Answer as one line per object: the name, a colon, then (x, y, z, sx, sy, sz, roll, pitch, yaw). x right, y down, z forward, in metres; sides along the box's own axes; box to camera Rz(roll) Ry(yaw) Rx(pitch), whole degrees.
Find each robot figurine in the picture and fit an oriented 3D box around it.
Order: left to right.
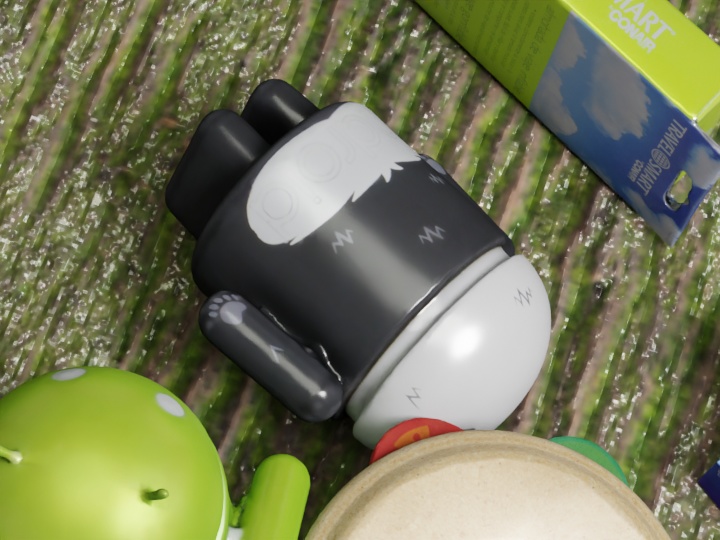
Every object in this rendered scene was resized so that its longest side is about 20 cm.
robot figurine: (-0.115, 0.111, 0.940, 0.175, 0.200, 0.116, 12, 71, 3)
robot figurine: (-0.001, 0.002, 1.031, 0.200, 0.125, 0.150, 43, 84, 10)

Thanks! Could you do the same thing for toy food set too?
toy food set: (0.059, 0.163, 0.940, 0.200, 0.049, 0.198, -41, 87, -18)

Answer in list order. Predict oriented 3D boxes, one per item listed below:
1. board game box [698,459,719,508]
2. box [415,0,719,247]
board game box: (0.283, 0.137, 1.045, 0.134, 0.045, 0.200, -36, 77, -15)
box: (0.112, -0.113, 1.077, 0.048, 0.122, 0.200, -42, 79, -18)
